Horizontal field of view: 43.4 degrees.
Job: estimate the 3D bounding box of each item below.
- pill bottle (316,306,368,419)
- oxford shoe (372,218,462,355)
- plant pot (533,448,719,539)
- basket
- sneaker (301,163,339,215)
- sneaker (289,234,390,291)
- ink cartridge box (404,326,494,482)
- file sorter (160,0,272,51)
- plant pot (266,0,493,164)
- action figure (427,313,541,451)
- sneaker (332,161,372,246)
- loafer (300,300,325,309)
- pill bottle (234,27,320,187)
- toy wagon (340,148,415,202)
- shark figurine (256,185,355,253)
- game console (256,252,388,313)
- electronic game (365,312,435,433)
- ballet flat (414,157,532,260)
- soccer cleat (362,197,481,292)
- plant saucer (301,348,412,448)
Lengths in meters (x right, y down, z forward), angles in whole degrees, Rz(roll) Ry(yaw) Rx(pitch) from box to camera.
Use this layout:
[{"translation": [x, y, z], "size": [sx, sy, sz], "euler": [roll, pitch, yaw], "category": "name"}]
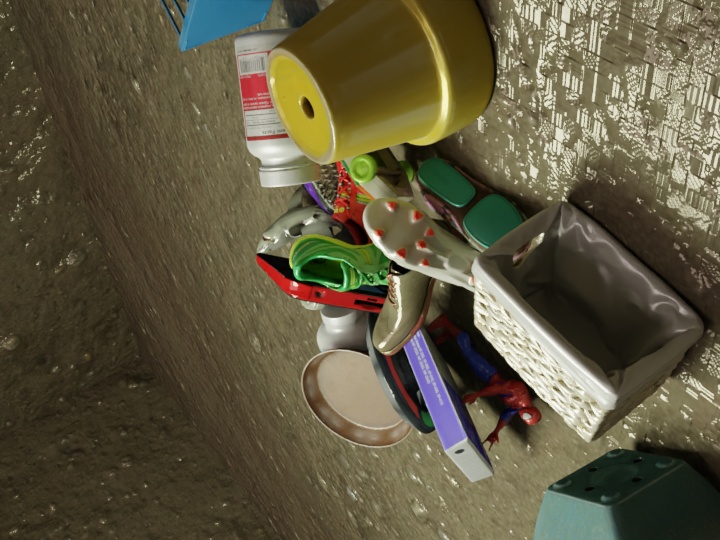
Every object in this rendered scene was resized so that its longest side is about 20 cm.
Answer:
[{"translation": [-0.008, 0.141, 1.514], "size": [0.110, 0.110, 0.202], "euler": [28, 140, 51], "category": "pill bottle"}, {"translation": [0.053, 0.018, 1.164], "size": [0.070, 0.074, 0.202], "euler": [43, 115, 46], "category": "oxford shoe"}, {"translation": [0.303, 0.312, 0.983], "size": [0.195, 0.194, 0.203], "euler": [-6, 104, 65], "category": "plant pot"}, {"translation": [0.218, 0.054, 0.914], "size": [0.200, 0.135, 0.124], "euler": [47, 156, 29], "category": "basket"}, {"translation": [-0.074, -0.165, 1.347], "size": [0.202, 0.069, 0.099], "euler": [62, 165, 2], "category": "sneaker"}, {"translation": [0.000, 0.000, 1.229], "size": [0.084, 0.196, 0.075], "euler": [-83, -7, -55], "category": "sneaker"}, {"translation": [0.109, 0.169, 1.236], "size": [0.201, 0.043, 0.200], "euler": [58, -171, -55], "category": "ink cartridge box"}, {"translation": [-0.194, -0.414, 1.219], "size": [0.124, 0.137, 0.200], "euler": [62, 157, 4], "category": "file sorter"}, {"translation": [0.010, -0.210, 0.966], "size": [0.201, 0.188, 0.202], "euler": [45, 153, 30], "category": "plant pot"}, {"translation": [0.153, 0.156, 1.215], "size": [0.199, 0.099, 0.065], "euler": [39, 172, 36], "category": "action figure"}, {"translation": [-0.007, -0.103, 1.257], "size": [0.077, 0.084, 0.202], "euler": [11, 128, 59], "category": "sneaker"}, {"translation": [-0.069, 0.017, 1.489], "size": [0.200, 0.069, 0.071], "euler": [-118, 32, -71], "category": "loafer"}, {"translation": [-0.105, -0.220, 1.228], "size": [0.112, 0.111, 0.203], "euler": [14, 112, 59], "category": "pill bottle"}, {"translation": [-0.004, -0.167, 1.117], "size": [0.201, 0.039, 0.155], "euler": [57, -160, 10], "category": "toy wagon"}, {"translation": [-0.059, -0.064, 1.456], "size": [0.212, 0.129, 0.090], "euler": [5, 150, 42], "category": "shark figurine"}, {"translation": [-0.042, 0.015, 1.340], "size": [0.177, 0.197, 0.031], "euler": [40, 116, 61], "category": "game console"}, {"translation": [0.064, 0.145, 1.340], "size": [0.201, 0.041, 0.201], "euler": [57, -164, -26], "category": "electronic game"}, {"translation": [0.136, -0.062, 1.051], "size": [0.200, 0.069, 0.071], "euler": [44, 171, 42], "category": "ballet flat"}, {"translation": [0.087, -0.023, 1.079], "size": [0.198, 0.070, 0.078], "euler": [27, 176, -11], "category": "soccer cleat"}, {"translation": [0.000, 0.199, 1.455], "size": [0.197, 0.035, 0.203], "euler": [14, 129, 17], "category": "plant saucer"}]
